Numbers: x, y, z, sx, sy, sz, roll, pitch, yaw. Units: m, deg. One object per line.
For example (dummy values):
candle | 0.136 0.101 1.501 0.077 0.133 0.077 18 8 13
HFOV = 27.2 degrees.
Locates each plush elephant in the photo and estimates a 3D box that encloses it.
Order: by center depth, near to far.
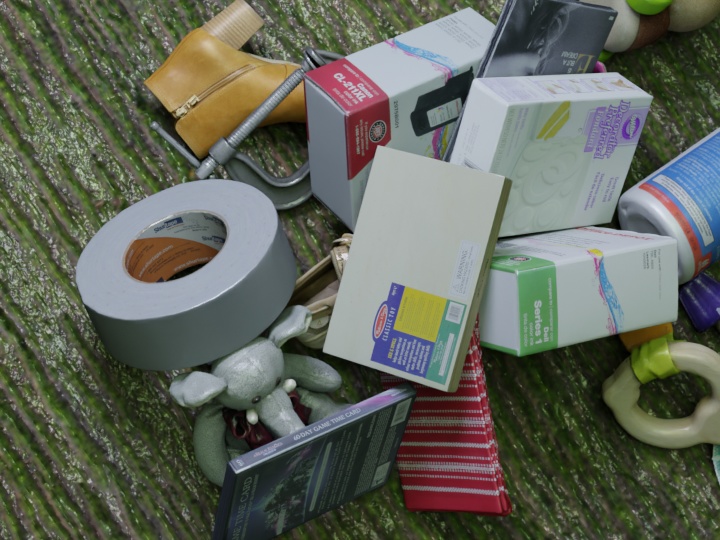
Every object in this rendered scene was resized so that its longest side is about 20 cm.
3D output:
plush elephant | -0.093 0.120 1.389 0.164 0.155 0.200 -38 85 -14

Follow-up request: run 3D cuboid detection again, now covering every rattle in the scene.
rattle | 0.339 0.121 1.517 0.199 0.143 0.131 28 107 -16

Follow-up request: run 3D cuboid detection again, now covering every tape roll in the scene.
tape roll | -0.163 0.001 1.393 0.199 0.066 0.201 -11 38 9

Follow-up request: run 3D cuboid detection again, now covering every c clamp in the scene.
c clamp | -0.076 -0.143 1.453 0.200 0.027 0.171 -39 122 3

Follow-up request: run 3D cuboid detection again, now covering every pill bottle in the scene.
pill bottle | 0.372 -0.082 1.525 0.199 0.112 0.113 -33 84 -13

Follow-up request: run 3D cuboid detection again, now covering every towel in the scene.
towel | 0.075 0.134 1.407 0.022 0.144 0.202 -11 92 -39

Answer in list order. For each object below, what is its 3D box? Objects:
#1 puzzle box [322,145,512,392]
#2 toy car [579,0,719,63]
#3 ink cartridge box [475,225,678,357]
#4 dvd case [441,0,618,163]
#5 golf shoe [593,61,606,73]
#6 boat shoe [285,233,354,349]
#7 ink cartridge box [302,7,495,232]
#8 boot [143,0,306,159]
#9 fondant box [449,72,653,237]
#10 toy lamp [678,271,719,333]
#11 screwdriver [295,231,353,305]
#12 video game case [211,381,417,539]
puzzle box | 0.050 -0.002 1.355 0.132 0.025 0.201 17 92 25
toy car | 0.325 -0.312 1.554 0.199 0.164 0.159 -8 78 -20
ink cartridge box | 0.185 0.015 1.423 0.199 0.144 0.085 -10 102 -31
dvd case | 0.162 -0.170 1.450 0.148 0.201 0.016 0 31 -42
golf shoe | 0.164 -0.211 1.537 0.198 0.092 0.076 11 77 -4
boat shoe | 0.000 0.000 1.422 0.200 0.064 0.071 -41 42 17
ink cartridge box | 0.051 -0.148 1.448 0.199 0.146 0.083 -25 45 -23
boot | -0.109 -0.160 1.508 0.144 0.071 0.201 -45 99 1
fondant box | 0.180 -0.113 1.454 0.199 0.145 0.058 -9 35 -38
toy lamp | 0.401 0.086 1.520 0.058 0.058 0.200 -41 85 -14
screwdriver | -0.031 -0.004 1.497 0.200 0.028 0.029 -43 56 -11
video game case | -0.044 0.186 1.364 0.199 0.143 0.019 -20 54 -31
